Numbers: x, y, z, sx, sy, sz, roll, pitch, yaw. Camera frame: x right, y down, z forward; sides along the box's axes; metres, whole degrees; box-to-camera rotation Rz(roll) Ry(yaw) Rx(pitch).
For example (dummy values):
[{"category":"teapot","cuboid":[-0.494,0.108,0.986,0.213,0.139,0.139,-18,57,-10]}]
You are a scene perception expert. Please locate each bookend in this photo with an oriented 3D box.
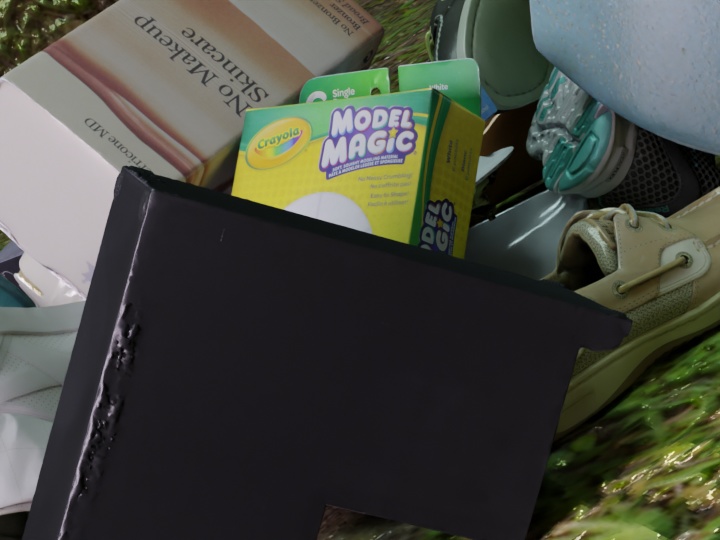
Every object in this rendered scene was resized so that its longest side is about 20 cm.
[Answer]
[{"category":"bookend","cuboid":[-0.021,0.082,0.961,0.198,0.200,0.092,14,5,-14]}]

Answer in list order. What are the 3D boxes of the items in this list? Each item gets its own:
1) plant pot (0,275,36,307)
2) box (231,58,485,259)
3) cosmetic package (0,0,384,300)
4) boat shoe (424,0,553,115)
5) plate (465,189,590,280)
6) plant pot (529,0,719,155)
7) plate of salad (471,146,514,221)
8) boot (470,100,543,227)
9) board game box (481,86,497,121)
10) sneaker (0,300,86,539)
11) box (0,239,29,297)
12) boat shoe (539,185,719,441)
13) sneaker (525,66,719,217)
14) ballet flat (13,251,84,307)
[{"category":"plant pot","cuboid":[-0.225,0.117,1.140,0.199,0.201,0.188,-28,28,3]},{"category":"box","cuboid":[-0.009,-0.003,1.106,0.117,0.048,0.202,-4,68,38]},{"category":"cosmetic package","cuboid":[-0.090,-0.081,1.201,0.200,0.103,0.087,-43,-13,-43]},{"category":"boat shoe","cuboid":[0.072,-0.134,1.382,0.060,0.072,0.201,-27,17,27]},{"category":"plate","cuboid":[0.036,0.029,1.228,0.198,0.032,0.200,-27,13,9]},{"category":"plant pot","cuboid":[0.187,-0.172,1.157,0.198,0.198,0.196,7,30,27]},{"category":"plate of salad","cuboid":[0.000,0.000,1.241,0.199,0.048,0.200,-34,3,2]},{"category":"boot","cuboid":[0.067,-0.060,1.400,0.199,0.077,0.155,-20,15,36]},{"category":"board game box","cuboid":[-0.037,-0.028,1.270,0.199,0.037,0.151,-30,5,30]},{"category":"sneaker","cuboid":[-0.123,0.076,1.083,0.199,0.116,0.074,-4,-29,-48]},{"category":"box","cuboid":[-0.126,-0.017,1.476,0.132,0.115,0.200,-48,13,-18]},{"category":"boat shoe","cuboid":[0.119,0.002,1.076,0.199,0.065,0.072,-35,14,-24]},{"category":"sneaker","cuboid":[0.141,-0.068,1.268,0.078,0.091,0.200,-62,9,20]},{"category":"ballet flat","cuboid":[-0.150,-0.021,1.224,0.068,0.075,0.201,-42,50,22]}]
